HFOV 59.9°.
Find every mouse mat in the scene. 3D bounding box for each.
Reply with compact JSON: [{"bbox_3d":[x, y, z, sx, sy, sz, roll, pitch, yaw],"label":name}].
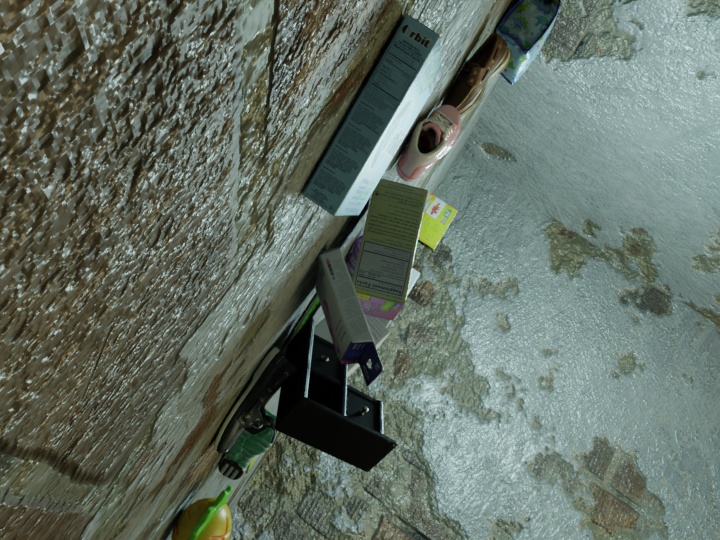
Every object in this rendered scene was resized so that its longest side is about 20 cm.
[{"bbox_3d":[-0.100,0.085,1.278,0.202,0.007,0.161,-59,176,-5],"label":"mouse mat"}]

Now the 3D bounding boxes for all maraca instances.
[{"bbox_3d":[-0.297,0.489,1.190,0.137,0.106,0.202,-51,172,-52],"label":"maraca"}]

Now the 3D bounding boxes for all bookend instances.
[{"bbox_3d":[-0.040,0.222,1.128,0.092,0.198,0.201,-48,-158,30],"label":"bookend"}]

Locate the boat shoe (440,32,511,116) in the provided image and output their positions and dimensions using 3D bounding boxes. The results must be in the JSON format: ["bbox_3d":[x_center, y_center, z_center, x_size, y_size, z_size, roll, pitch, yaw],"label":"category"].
[{"bbox_3d":[0.232,-0.407,1.305,0.201,0.072,0.067,-50,142,0],"label":"boat shoe"}]

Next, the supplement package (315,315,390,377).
[{"bbox_3d":[-0.054,0.168,1.334,0.199,0.121,0.120,-41,171,-25],"label":"supplement package"}]

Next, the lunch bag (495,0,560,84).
[{"bbox_3d":[0.417,-0.605,1.566,0.200,0.127,0.170,-47,174,-7],"label":"lunch bag"}]

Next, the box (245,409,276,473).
[{"bbox_3d":[-0.272,0.449,1.617,0.118,0.048,0.201,-55,176,-34],"label":"box"}]

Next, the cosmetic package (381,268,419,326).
[{"bbox_3d":[0.099,0.073,2.414,0.167,0.166,0.202,-50,173,-51],"label":"cosmetic package"}]

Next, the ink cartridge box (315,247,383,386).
[{"bbox_3d":[-0.026,0.089,1.036,0.042,0.204,0.197,-16,165,-12],"label":"ink cartridge box"}]

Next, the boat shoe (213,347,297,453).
[{"bbox_3d":[-0.175,0.233,1.062,0.201,0.065,0.075,-58,176,-9],"label":"boat shoe"}]

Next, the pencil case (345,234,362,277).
[{"bbox_3d":[0.000,0.000,1.383,0.201,0.082,0.087,119,-18,-47],"label":"pencil case"}]

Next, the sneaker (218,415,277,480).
[{"bbox_3d":[-0.231,0.349,1.311,0.200,0.074,0.088,-48,-169,28],"label":"sneaker"}]

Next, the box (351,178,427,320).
[{"bbox_3d":[0.044,-0.032,1.115,0.176,0.094,0.204,105,-2,-76],"label":"box"}]

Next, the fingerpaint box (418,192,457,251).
[{"bbox_3d":[0.304,-0.215,2.745,0.202,0.165,0.073,-58,174,-5],"label":"fingerpaint box"}]

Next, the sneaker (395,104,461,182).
[{"bbox_3d":[0.148,-0.263,1.198,0.201,0.075,0.105,-52,179,-25],"label":"sneaker"}]

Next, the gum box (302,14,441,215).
[{"bbox_3d":[0.020,-0.158,0.694,0.202,0.044,0.170,-58,176,9],"label":"gum box"}]
